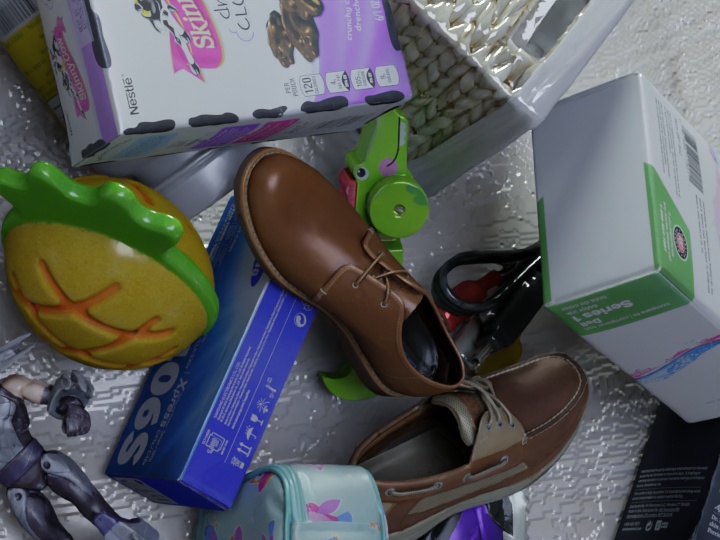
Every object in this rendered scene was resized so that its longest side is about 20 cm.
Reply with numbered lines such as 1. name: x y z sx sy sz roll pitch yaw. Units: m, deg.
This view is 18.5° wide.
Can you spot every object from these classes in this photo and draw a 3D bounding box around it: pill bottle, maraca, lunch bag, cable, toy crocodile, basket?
1. pill bottle: -0.145 -0.128 1.355 0.111 0.111 0.200 -39 99 -23
2. maraca: -0.149 -0.007 1.291 0.136 0.200 0.107 13 66 9
3. lunch bag: -0.047 0.222 1.326 0.077 0.160 0.201 6 74 -28
4. cable: 0.108 0.001 1.495 0.097 0.050 0.200 52 56 -14
5. toy crocodile: 0.007 -0.013 1.407 0.061 0.068 0.201 -1 112 -9
6. basket: 0.066 -0.152 1.409 0.123 0.200 0.136 41 68 -7

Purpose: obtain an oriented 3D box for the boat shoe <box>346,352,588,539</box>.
1. boat shoe: 0.068 0.106 1.390 0.200 0.072 0.076 -32 59 -27

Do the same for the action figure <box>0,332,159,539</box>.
1. action figure: -0.191 0.125 1.310 0.130 0.069 0.200 -41 100 11

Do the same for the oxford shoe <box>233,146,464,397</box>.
1. oxford shoe: 0.000 0.000 1.323 0.200 0.071 0.071 49 63 -30

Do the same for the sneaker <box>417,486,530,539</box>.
1. sneaker: 0.059 0.214 1.425 0.099 0.070 0.201 0 77 -19

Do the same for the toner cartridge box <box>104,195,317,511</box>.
1. toner cartridge box: -0.081 0.047 1.364 0.043 0.095 0.201 34 70 -30

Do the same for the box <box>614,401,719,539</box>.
1. box: 0.305 0.142 1.521 0.199 0.104 0.183 27 74 -19

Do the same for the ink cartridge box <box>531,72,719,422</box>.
1. ink cartridge box: 0.194 -0.009 1.404 0.200 0.084 0.145 37 43 -47

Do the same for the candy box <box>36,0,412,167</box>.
1. candy box: -0.086 -0.160 1.289 0.199 0.071 0.169 -10 83 -32
